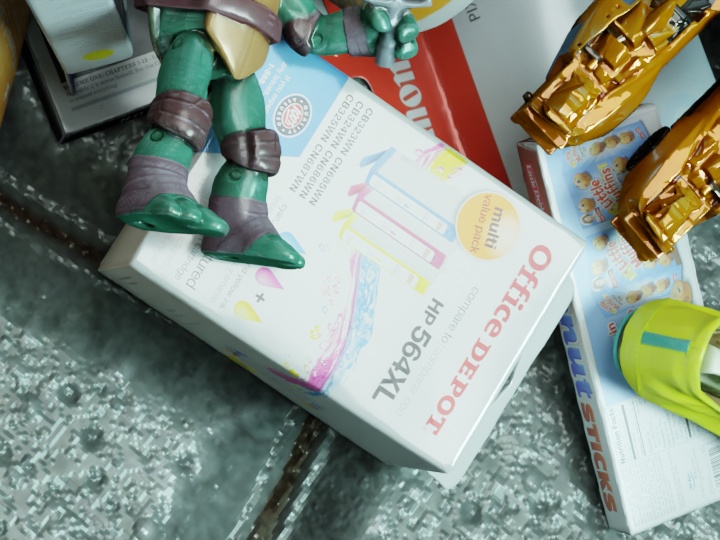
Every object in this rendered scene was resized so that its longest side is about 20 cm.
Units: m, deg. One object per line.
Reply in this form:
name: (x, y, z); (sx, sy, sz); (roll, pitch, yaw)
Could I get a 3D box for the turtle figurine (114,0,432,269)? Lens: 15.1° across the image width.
turtle figurine: (-0.047, -0.108, 1.145); (0.149, 0.100, 0.202); (16, 80, -38)

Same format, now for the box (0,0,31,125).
box: (-0.217, -0.069, 1.199); (0.097, 0.125, 0.201); (11, 72, 3)

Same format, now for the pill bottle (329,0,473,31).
pill bottle: (-0.022, -0.204, 1.265); (0.200, 0.116, 0.117); (33, 64, -40)

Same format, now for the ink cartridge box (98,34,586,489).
ink cartridge box: (0.000, 0.000, 1.258); (0.199, 0.125, 0.129); (33, 82, -9)

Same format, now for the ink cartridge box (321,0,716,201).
ink cartridge box: (0.080, -0.092, 1.366); (0.199, 0.047, 0.161); (-16, 82, -24)

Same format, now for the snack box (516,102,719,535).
snack box: (0.134, 0.024, 1.337); (0.071, 0.024, 0.201); (-19, 101, -22)

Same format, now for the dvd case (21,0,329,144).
dvd case: (-0.115, -0.178, 1.325); (0.149, 0.025, 0.201); (-21, 85, -19)

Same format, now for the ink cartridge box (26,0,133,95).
ink cartridge box: (-0.135, -0.197, 1.202); (0.047, 0.200, 0.199); (-10, 81, 1)

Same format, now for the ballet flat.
ballet flat: (0.210, 0.064, 1.329); (0.199, 0.067, 0.067); (22, 78, -36)

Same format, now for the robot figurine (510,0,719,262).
robot figurine: (0.175, -0.107, 1.297); (0.145, 0.058, 0.200); (46, 78, -6)
